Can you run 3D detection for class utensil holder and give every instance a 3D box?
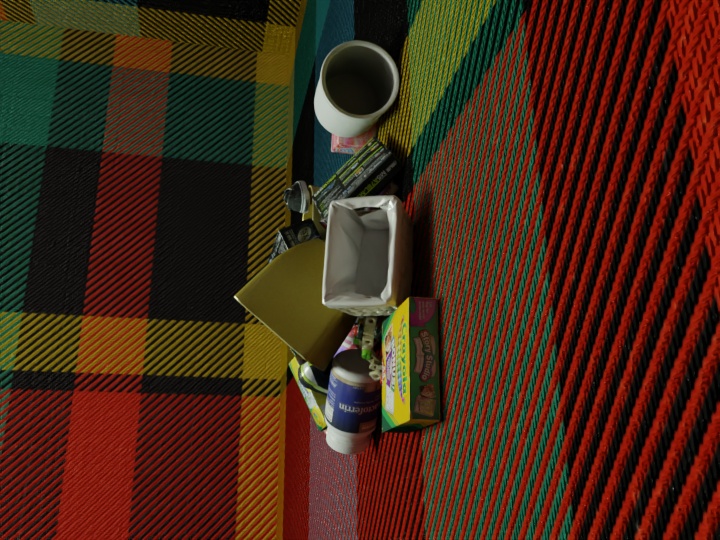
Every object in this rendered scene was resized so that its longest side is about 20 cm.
[{"bbox_3d":[-0.016,-0.397,1.671,0.200,0.169,0.171,167,106,-80],"label":"utensil holder"}]

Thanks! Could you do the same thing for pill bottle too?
[{"bbox_3d":[-0.014,0.276,1.572,0.116,0.115,0.201,-110,26,-63],"label":"pill bottle"}]

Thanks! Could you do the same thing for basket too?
[{"bbox_3d":[0.019,-0.019,1.354,0.123,0.135,0.201,41,-130,-63],"label":"basket"}]

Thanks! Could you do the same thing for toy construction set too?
[{"bbox_3d":[0.028,0.122,1.449,0.132,0.091,0.201,92,173,-49],"label":"toy construction set"}]

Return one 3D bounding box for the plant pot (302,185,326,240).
[{"bbox_3d":[-0.065,-0.106,1.874,0.200,0.141,0.202,-176,90,-78],"label":"plant pot"}]

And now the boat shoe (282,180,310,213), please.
[{"bbox_3d":[-0.165,-0.188,1.894,0.200,0.056,0.069,-126,41,-72],"label":"boat shoe"}]

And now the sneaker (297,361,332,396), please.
[{"bbox_3d":[-0.044,0.234,1.633,0.083,0.199,0.072,-43,46,28],"label":"sneaker"}]

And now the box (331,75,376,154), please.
[{"bbox_3d":[-0.013,-0.390,1.824,0.103,0.094,0.201,172,101,-77],"label":"box"}]

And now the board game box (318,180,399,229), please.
[{"bbox_3d":[-0.007,-0.139,1.603,0.120,0.032,0.200,-48,22,-16],"label":"board game box"}]

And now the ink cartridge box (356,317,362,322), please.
[{"bbox_3d":[0.000,0.000,1.665,0.201,0.082,0.146,107,162,-47],"label":"ink cartridge box"}]

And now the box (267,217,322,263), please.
[{"bbox_3d":[-0.131,0.000,1.721,0.164,0.086,0.200,63,158,13],"label":"box"}]

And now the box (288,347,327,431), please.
[{"bbox_3d":[-0.082,0.254,1.710,0.048,0.117,0.201,-48,61,47],"label":"box"}]

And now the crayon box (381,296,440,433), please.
[{"bbox_3d":[0.082,0.165,1.274,0.173,0.058,0.201,123,149,-68],"label":"crayon box"}]

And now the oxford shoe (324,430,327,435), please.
[{"bbox_3d":[-0.059,0.363,1.933,0.074,0.071,0.200,-58,17,9],"label":"oxford shoe"}]

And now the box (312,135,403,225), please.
[{"bbox_3d":[-0.011,-0.188,1.600,0.200,0.048,0.193,-44,20,6],"label":"box"}]

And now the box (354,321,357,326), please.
[{"bbox_3d":[-0.019,0.175,1.793,0.159,0.046,0.201,-107,24,-58],"label":"box"}]

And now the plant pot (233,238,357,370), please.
[{"bbox_3d":[-0.096,0.055,1.499,0.200,0.194,0.196,-49,-14,-6],"label":"plant pot"}]

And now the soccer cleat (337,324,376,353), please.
[{"bbox_3d":[-0.023,0.151,1.651,0.200,0.066,0.077,-44,65,48],"label":"soccer cleat"}]
